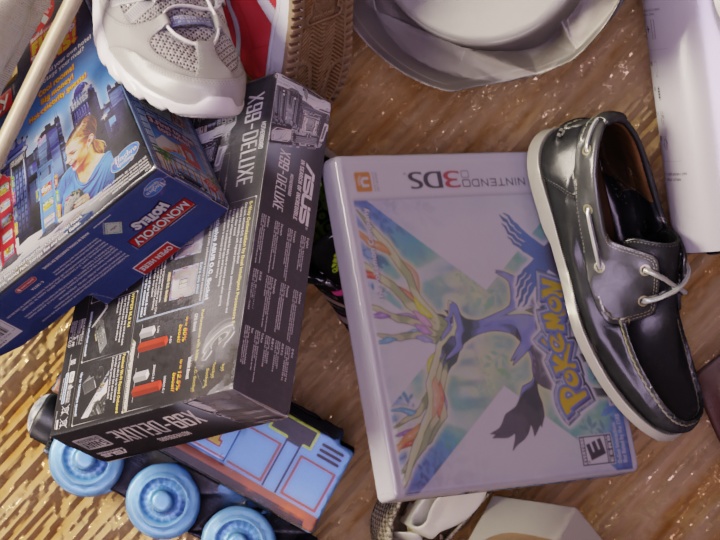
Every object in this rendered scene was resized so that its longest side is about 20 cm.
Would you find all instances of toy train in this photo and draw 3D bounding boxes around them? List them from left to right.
[{"bbox_3d":[-0.102,0.110,1.587,0.199,0.087,0.115,29,87,2],"label":"toy train"}]

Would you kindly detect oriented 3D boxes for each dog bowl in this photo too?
[{"bbox_3d":[0.077,-0.205,1.532,0.199,0.059,0.201,3,97,24],"label":"dog bowl"}]

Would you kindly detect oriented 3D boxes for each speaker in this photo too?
[{"bbox_3d":[0.213,-0.111,1.551,0.081,0.081,0.201,-8,94,3],"label":"speaker"}]

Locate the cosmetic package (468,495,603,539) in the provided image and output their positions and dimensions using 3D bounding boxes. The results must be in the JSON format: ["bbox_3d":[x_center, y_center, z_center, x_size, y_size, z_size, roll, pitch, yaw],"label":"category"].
[{"bbox_3d":[0.082,0.244,1.530,0.105,0.071,0.201,49,60,-35],"label":"cosmetic package"}]

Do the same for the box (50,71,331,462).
[{"bbox_3d":[-0.098,-0.001,1.505,0.157,0.050,0.201,-17,57,41],"label":"box"}]

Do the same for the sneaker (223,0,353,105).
[{"bbox_3d":[-0.050,-0.196,1.520,0.112,0.071,0.201,41,134,34],"label":"sneaker"}]

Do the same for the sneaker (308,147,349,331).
[{"bbox_3d":[0.000,0.000,1.553,0.074,0.087,0.200,-42,81,11],"label":"sneaker"}]

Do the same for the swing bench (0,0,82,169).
[{"bbox_3d":[-0.266,-0.144,1.528,0.129,0.200,0.200,24,98,-28],"label":"swing bench"}]

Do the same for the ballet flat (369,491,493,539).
[{"bbox_3d":[0.077,0.104,1.578,0.068,0.075,0.200,35,95,-11],"label":"ballet flat"}]

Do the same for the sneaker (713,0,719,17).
[{"bbox_3d":[0.286,-0.213,1.483,0.201,0.118,0.074,-53,124,-21],"label":"sneaker"}]

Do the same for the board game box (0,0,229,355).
[{"bbox_3d":[-0.177,-0.070,1.542,0.200,0.201,0.062,-35,134,28],"label":"board game box"}]

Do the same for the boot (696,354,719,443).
[{"bbox_3d":[0.229,0.139,1.580,0.185,0.064,0.201,-19,97,-9],"label":"boot"}]

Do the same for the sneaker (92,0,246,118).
[{"bbox_3d":[-0.116,-0.170,1.491,0.201,0.074,0.082,61,139,33],"label":"sneaker"}]

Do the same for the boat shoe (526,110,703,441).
[{"bbox_3d":[0.161,0.004,1.539,0.067,0.072,0.201,-18,91,44],"label":"boat shoe"}]

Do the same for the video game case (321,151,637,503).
[{"bbox_3d":[0.072,0.029,1.524,0.181,0.022,0.201,-3,78,-34],"label":"video game case"}]
